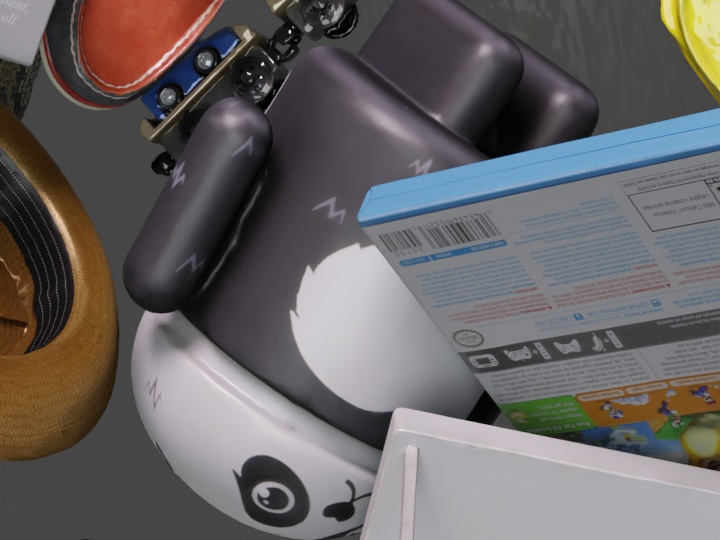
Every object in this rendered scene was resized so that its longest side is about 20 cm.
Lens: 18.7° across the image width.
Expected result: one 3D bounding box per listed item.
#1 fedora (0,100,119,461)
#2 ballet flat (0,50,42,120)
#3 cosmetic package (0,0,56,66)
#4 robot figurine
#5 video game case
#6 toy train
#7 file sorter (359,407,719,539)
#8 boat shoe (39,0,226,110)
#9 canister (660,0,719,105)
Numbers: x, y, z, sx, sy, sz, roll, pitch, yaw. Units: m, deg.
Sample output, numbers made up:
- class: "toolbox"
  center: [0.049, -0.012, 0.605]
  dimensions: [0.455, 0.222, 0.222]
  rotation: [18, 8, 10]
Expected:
- class: "fedora"
  center: [-0.170, -0.004, 0.712]
  dimensions: [0.082, 0.201, 0.201]
  rotation: [-39, 92, 27]
- class: "ballet flat"
  center: [-0.126, -0.137, 0.811]
  dimensions: [0.067, 0.075, 0.202]
  rotation: [22, 98, 3]
- class: "cosmetic package"
  center: [-0.180, -0.144, 0.745]
  dimensions: [0.106, 0.200, 0.091]
  rotation: [16, 102, -36]
- class: "robot figurine"
  center: [0.002, 0.001, 0.790]
  dimensions: [0.150, 0.125, 0.201]
  rotation: [33, 98, 0]
- class: "video game case"
  center: [0.107, 0.034, 0.714]
  dimensions: [0.142, 0.018, 0.200]
  rotation: [-11, 131, 36]
- class: "toy train"
  center: [-0.014, -0.114, 0.824]
  dimensions: [0.200, 0.034, 0.046]
  rotation: [-46, 79, 8]
- class: "file sorter"
  center: [0.055, 0.173, 0.720]
  dimensions: [0.137, 0.125, 0.201]
  rotation: [12, 122, -4]
- class: "boat shoe"
  center: [-0.048, -0.146, 0.786]
  dimensions: [0.071, 0.062, 0.201]
  rotation: [34, 84, -33]
- class: "canister"
  center: [0.170, -0.108, 0.724]
  dimensions: [0.148, 0.200, 0.087]
  rotation: [-38, 92, 9]
